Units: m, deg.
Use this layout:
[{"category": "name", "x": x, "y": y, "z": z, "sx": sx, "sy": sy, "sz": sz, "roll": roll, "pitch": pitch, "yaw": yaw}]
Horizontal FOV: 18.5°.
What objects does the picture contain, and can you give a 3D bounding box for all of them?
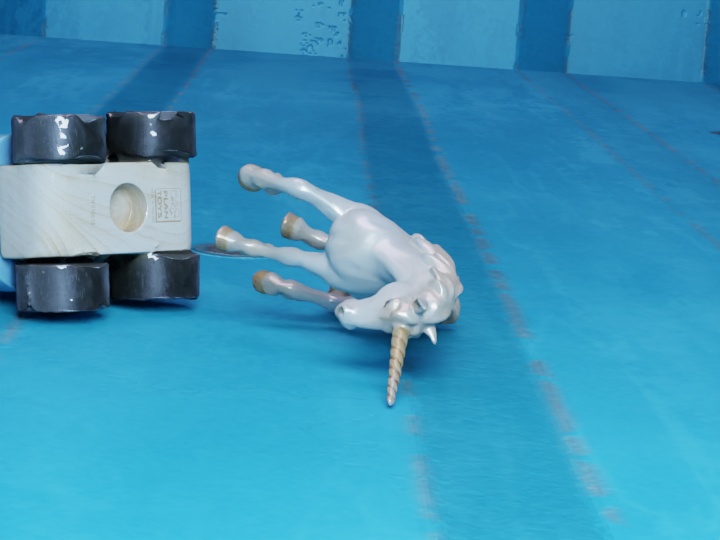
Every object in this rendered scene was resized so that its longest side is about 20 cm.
[{"category": "toy excavator", "x": -0.163, "y": -0.034, "z": 1.204, "sx": 0.199, "sy": 0.100, "sz": 0.194, "roll": 1, "pitch": 4, "yaw": 42}, {"category": "unicorn figurine", "x": 0.000, "y": 0.000, "z": 1.073, "sx": 0.137, "sy": 0.074, "sz": 0.200, "roll": 19, "pitch": 9, "yaw": 20}]
